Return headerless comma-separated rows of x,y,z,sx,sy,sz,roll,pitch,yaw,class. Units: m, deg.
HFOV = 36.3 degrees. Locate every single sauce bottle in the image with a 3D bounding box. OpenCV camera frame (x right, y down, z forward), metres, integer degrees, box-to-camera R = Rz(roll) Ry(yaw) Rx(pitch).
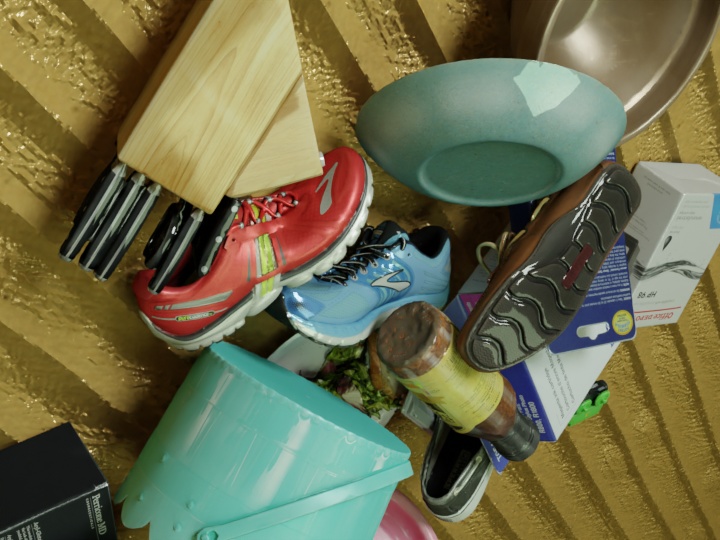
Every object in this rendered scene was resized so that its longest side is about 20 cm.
0.088,0.100,0.905,0.066,0.066,0.200,-45,129,-1,sauce bottle

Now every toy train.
0.196,0.167,1.216,0.199,0.042,0.057,-18,144,-30,toy train

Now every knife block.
-0.118,-0.092,0.683,0.174,0.064,0.202,-14,114,-8,knife block

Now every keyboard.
0.082,0.137,1.071,0.200,0.011,0.057,46,58,-60,keyboard

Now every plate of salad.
-0.027,0.122,0.970,0.199,0.048,0.201,-24,137,-25,plate of salad

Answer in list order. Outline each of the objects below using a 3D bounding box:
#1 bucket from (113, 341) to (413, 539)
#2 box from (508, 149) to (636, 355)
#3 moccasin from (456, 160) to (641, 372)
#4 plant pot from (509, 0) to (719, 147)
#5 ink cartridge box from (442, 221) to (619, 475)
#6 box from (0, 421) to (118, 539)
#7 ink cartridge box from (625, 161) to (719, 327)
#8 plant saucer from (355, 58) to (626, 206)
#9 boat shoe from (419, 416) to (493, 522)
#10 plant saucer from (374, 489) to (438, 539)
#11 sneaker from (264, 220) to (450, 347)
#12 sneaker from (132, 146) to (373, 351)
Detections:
-0.067,0.152,0.820,0.207,0.207,0.136,28,90,-50,bucket
0.181,-0.033,0.949,0.120,0.032,0.202,-6,89,-38,box
0.139,-0.005,0.865,0.074,0.078,0.202,40,73,-23,moccasin
0.181,-0.198,0.846,0.200,0.093,0.202,-23,135,-25,plant pot
0.161,0.056,0.999,0.200,0.043,0.197,-51,132,-29,ink cartridge box
-0.257,0.232,0.834,0.140,0.079,0.201,-20,134,-25,box
0.298,-0.008,1.133,0.115,0.067,0.201,-4,125,-41,ink cartridge box
0.095,-0.087,0.805,0.199,0.039,0.201,1,159,0,plant saucer
0.111,0.137,1.038,0.201,0.070,0.064,-67,153,-22,boat shoe
-0.018,0.293,1.030,0.199,0.201,0.051,-24,165,-25,plant saucer
0.000,0.000,0.883,0.199,0.078,0.091,-12,121,-46,sneaker
-0.075,-0.025,0.783,0.200,0.077,0.085,-41,134,-8,sneaker
